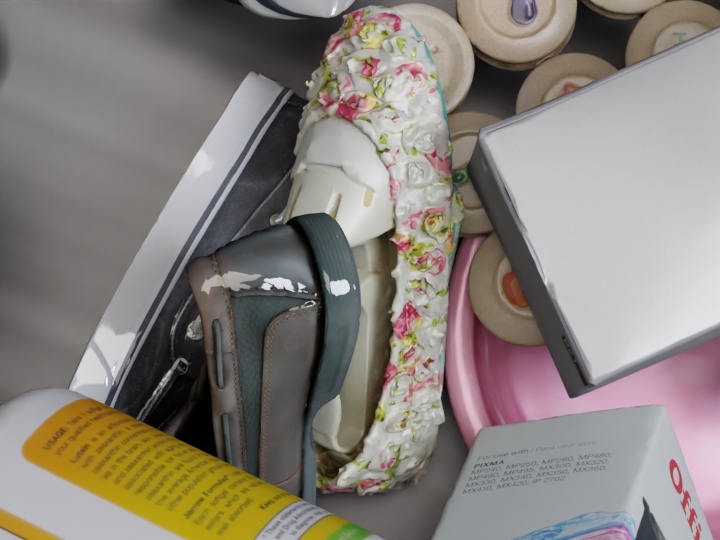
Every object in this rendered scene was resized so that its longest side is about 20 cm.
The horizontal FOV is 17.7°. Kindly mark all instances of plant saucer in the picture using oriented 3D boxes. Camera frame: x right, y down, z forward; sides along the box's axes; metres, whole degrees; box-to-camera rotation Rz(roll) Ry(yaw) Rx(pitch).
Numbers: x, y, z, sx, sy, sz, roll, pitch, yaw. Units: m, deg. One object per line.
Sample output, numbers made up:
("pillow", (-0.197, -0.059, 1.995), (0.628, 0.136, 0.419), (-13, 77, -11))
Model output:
("plant saucer", (0.132, 0.029, 0.952), (0.199, 0.051, 0.202), (0, 83, 0))

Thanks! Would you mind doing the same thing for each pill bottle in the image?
("pill bottle", (-0.092, 0.110, 0.828), (0.199, 0.111, 0.112), (24, 83, 17))

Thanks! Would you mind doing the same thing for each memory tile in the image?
("memory tile", (0.109, -0.073, 0.931), (0.199, 0.017, 0.154), (-27, 84, -4))

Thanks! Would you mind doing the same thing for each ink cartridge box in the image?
("ink cartridge box", (0.076, 0.163, 0.829), (0.082, 0.200, 0.146), (-11, 116, 25))

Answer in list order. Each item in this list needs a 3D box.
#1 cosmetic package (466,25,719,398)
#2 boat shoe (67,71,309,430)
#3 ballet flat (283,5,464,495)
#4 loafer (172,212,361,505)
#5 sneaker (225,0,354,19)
("cosmetic package", (0.149, -0.038, 0.878), (0.199, 0.090, 0.107), (-22, 83, -1))
("boat shoe", (-0.062, 0.019, 0.945), (0.067, 0.072, 0.201), (27, 76, 4))
("ballet flat", (0.000, 0.000, 0.906), (0.075, 0.064, 0.201), (13, 113, 39))
("loafer", (-0.050, 0.056, 0.882), (0.062, 0.201, 0.072), (-8, 48, -22))
("sneaker", (-0.032, -0.181, 0.962), (0.129, 0.080, 0.200), (8, 54, 31))
